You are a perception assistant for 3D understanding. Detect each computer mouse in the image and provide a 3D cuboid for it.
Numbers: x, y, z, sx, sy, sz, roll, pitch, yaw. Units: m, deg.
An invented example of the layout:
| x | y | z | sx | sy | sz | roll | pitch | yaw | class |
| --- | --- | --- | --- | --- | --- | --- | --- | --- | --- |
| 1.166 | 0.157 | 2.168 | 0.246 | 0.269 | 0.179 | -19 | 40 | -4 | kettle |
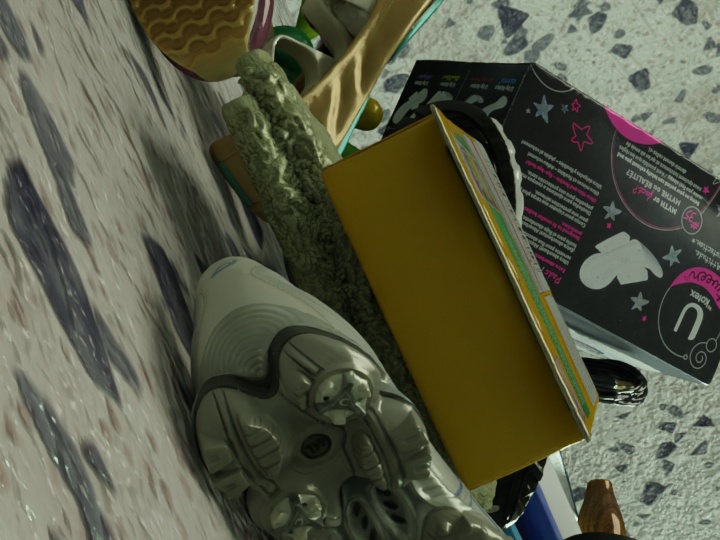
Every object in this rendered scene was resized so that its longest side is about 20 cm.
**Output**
| x | y | z | sx | sy | sz | roll | pitch | yaw | class |
| --- | --- | --- | --- | --- | --- | --- | --- | --- | --- |
| 0.065 | 0.052 | 1.035 | 0.059 | 0.199 | 0.034 | -55 | 158 | -64 | computer mouse |

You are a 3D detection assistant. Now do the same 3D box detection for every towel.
| x | y | z | sx | sy | sz | roll | pitch | yaw | class |
| --- | --- | --- | --- | --- | --- | --- | --- | --- | --- |
| 0.002 | 0.013 | 0.743 | 0.148 | 0.036 | 0.201 | 41 | 25 | -79 | towel |

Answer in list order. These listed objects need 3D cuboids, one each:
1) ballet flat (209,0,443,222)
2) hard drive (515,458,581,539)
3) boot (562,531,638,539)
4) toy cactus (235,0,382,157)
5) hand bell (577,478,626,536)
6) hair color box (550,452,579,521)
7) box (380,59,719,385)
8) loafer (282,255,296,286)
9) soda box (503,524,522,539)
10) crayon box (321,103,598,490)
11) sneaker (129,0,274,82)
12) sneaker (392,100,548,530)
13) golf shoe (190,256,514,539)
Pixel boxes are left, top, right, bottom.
| x | y | z | sx | sy | sz | roll | pitch | yaw | class |
| --- | --- | --- | --- | --- | --- | --- | --- | --- | --- |
| -0.013 | -0.113 | 0.941 | 0.063 | 0.200 | 0.069 | 41 | -34 | -16 | ballet flat |
| 0.069 | 0.145 | 0.998 | 0.132 | 0.025 | 0.201 | -4 | -65 | 51 | hard drive |
| 0.093 | 0.239 | 0.809 | 0.158 | 0.079 | 0.212 | -85 | 179 | -48 | boot |
| -0.062 | -0.124 | 1.012 | 0.165 | 0.102 | 0.201 | 9 | 58 | -64 | toy cactus |
| 0.148 | 0.226 | 1.114 | 0.104 | 0.104 | 0.201 | 62 | 27 | -60 | hand bell |
| 0.074 | 0.122 | 1.133 | 0.200 | 0.100 | 0.061 | 70 | -1 | -48 | hair color box |
| 0.115 | -0.027 | 1.050 | 0.200 | 0.115 | 0.132 | 28 | -7 | -28 | box |
| 0.000 | 0.000 | 0.933 | 0.200 | 0.063 | 0.072 | -166 | -123 | -82 | loafer |
| 0.063 | 0.178 | 0.921 | 0.064 | 0.068 | 0.200 | -105 | 171 | -69 | soda box |
| 0.042 | 0.010 | 0.690 | 0.126 | 0.051 | 0.200 | 65 | 7 | 3 | crayon box |
| -0.079 | -0.161 | 0.892 | 0.090 | 0.075 | 0.200 | 52 | 15 | -57 | sneaker |
| 0.055 | 0.024 | 0.851 | 0.079 | 0.074 | 0.201 | 58 | 28 | -76 | sneaker |
| 0.002 | 0.075 | 0.604 | 0.200 | 0.078 | 0.097 | 66 | -3 | -36 | golf shoe |
